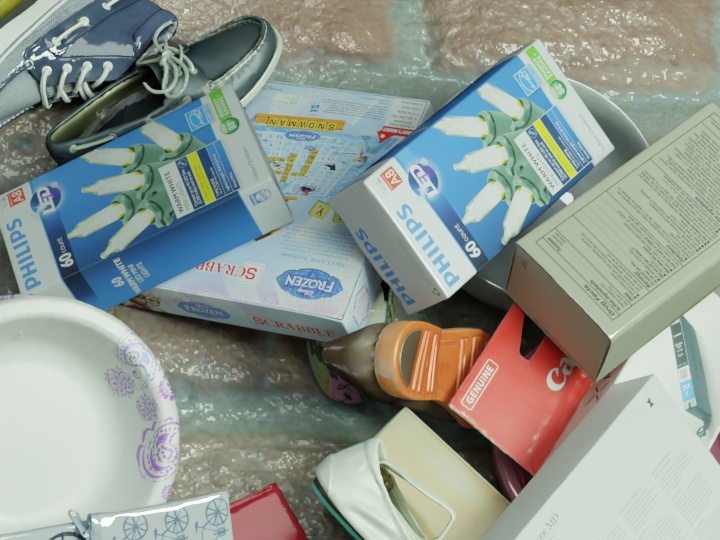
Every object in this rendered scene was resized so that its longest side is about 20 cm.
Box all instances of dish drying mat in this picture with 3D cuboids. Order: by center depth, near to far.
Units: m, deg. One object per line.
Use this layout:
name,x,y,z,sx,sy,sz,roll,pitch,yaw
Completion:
dish drying mat,-0.048,0.255,1.381,0.077,0.018,0.200,-23,73,-17

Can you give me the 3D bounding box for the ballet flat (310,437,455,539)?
ballet flat,0.049,0.196,1.297,0.069,0.069,0.200,-36,82,-23

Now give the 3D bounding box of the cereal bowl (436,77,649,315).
cereal bowl,0.133,-0.051,1.519,0.199,0.083,0.201,4,64,-9

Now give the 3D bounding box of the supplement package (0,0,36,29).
supplement package,-0.336,-0.261,1.487,0.151,0.152,0.200,40,65,8

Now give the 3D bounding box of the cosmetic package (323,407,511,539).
cosmetic package,0.073,0.202,1.381,0.200,0.105,0.071,42,66,11

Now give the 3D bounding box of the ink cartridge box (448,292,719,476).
ink cartridge box,0.185,0.076,1.410,0.176,0.045,0.200,41,63,-12

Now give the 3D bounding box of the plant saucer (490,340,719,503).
plant saucer,0.193,0.140,1.462,0.200,0.051,0.201,4,64,-9

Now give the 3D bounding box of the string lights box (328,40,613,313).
string lights box,0.082,-0.069,1.405,0.200,0.059,0.103,-41,98,-32

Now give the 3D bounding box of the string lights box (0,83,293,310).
string lights box,-0.161,-0.044,1.426,0.200,0.059,0.103,-26,55,1

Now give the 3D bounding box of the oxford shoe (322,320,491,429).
oxford shoe,0.044,0.072,1.412,0.073,0.200,0.072,2,76,30

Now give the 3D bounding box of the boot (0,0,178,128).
boot,-0.232,-0.158,1.503,0.090,0.073,0.200,33,63,11

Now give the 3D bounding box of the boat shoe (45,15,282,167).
boat shoe,-0.152,-0.138,1.484,0.200,0.062,0.075,-32,47,0

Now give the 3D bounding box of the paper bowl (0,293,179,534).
paper bowl,-0.233,0.116,1.337,0.200,0.104,0.201,0,91,-22

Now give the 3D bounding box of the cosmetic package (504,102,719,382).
cosmetic package,0.213,-0.022,1.399,0.200,0.073,0.104,-34,68,-20

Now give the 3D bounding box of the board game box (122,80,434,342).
board game box,-0.064,-0.050,1.460,0.199,0.041,0.200,10,61,24

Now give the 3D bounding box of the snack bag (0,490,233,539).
snack bag,-0.173,0.253,1.299,0.199,0.021,0.189,-6,94,-23

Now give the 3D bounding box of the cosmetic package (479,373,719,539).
cosmetic package,0.176,0.191,1.313,0.200,0.052,0.151,-43,105,-34

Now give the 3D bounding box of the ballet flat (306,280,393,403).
ballet flat,0.000,0.000,1.477,0.069,0.071,0.200,12,64,-6
